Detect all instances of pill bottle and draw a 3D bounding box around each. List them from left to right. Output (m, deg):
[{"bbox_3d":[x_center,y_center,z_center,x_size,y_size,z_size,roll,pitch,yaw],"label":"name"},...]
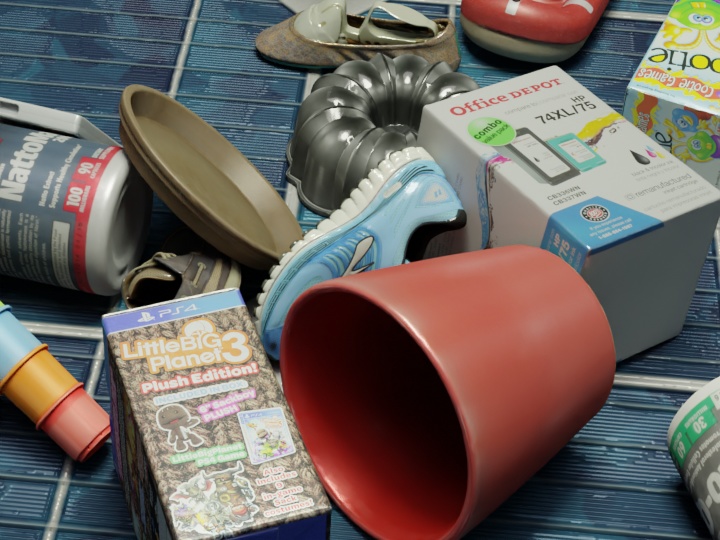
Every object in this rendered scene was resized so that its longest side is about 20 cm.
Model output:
[{"bbox_3d":[-0.279,-0.056,1.257,0.200,0.120,0.120,11,45,8],"label":"pill bottle"},{"bbox_3d":[0.297,0.170,1.060,0.113,0.113,0.200,-9,45,-13],"label":"pill bottle"}]

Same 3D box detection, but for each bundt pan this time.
[{"bbox_3d":[0.033,-0.121,1.374,0.201,0.076,0.202,1,44,-1],"label":"bundt pan"}]

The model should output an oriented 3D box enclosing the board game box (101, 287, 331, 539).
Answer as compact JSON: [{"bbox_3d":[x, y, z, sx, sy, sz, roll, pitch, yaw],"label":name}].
[{"bbox_3d":[-0.098,0.142,1.034,0.097,0.160,0.200,-12,46,-16],"label":"board game box"}]

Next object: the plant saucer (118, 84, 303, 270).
[{"bbox_3d":[-0.123,-0.071,1.264,0.029,0.200,0.200,-44,49,13],"label":"plant saucer"}]

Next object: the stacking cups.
[{"bbox_3d":[-0.261,0.058,1.135,0.200,0.061,0.060,43,53,6],"label":"stacking cups"}]

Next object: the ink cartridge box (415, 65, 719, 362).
[{"bbox_3d":[0.152,-0.038,1.235,0.147,0.146,0.200,-20,48,-31],"label":"ink cartridge box"}]

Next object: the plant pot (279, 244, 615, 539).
[{"bbox_3d":[0.071,0.073,1.105,0.177,0.201,0.200,-23,49,-35],"label":"plant pot"}]

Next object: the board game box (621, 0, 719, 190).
[{"bbox_3d":[0.311,-0.166,1.414,0.103,0.105,0.200,19,47,16],"label":"board game box"}]

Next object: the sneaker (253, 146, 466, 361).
[{"bbox_3d":[0.000,0.000,1.199,0.200,0.078,0.090,-46,75,6],"label":"sneaker"}]

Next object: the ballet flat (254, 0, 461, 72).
[{"bbox_3d":[-0.002,-0.228,1.488,0.200,0.067,0.068,6,44,3],"label":"ballet flat"}]

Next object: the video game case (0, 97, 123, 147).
[{"bbox_3d":[-0.309,-0.128,1.330,0.200,0.143,0.018,14,84,10],"label":"video game case"}]

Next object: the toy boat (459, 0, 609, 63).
[{"bbox_3d":[0.177,-0.294,1.519,0.130,0.131,0.200,18,46,15],"label":"toy boat"}]

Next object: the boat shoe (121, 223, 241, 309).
[{"bbox_3d":[-0.138,0.016,1.192,0.074,0.073,0.200,-43,29,15],"label":"boat shoe"}]
